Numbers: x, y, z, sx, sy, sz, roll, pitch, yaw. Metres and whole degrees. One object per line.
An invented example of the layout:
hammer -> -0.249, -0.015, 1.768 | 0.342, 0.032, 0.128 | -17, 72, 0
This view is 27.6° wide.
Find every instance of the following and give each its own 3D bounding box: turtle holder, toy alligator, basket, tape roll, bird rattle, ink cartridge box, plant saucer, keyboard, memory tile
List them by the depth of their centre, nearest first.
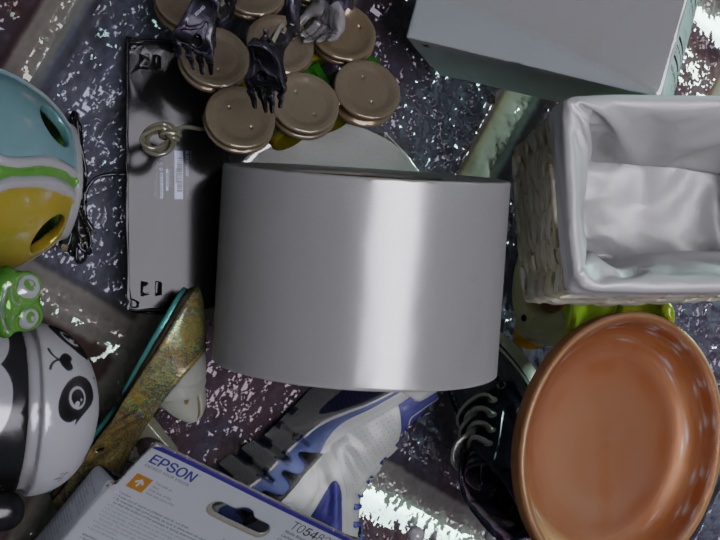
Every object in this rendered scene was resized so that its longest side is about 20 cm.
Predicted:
turtle holder -> -0.247, -0.057, 0.942 | 0.131, 0.186, 0.141 | 6, 111, -26
tape roll -> 0.000, 0.000, 1.019 | 0.202, 0.203, 0.140 | 1, 95, -26
basket -> 0.214, -0.045, 1.042 | 0.199, 0.123, 0.136 | 0, 82, -17
memory tile -> -0.069, -0.179, 1.050 | 0.153, 0.017, 0.200 | -17, 71, -24
toy alligator -> -0.073, -0.110, 1.057 | 0.200, 0.054, 0.059 | -23, 73, -26
keyboard -> -0.157, -0.069, 1.059 | 0.127, 0.021, 0.201 | 0, 86, -15
ink cartridge box -> -0.136, 0.218, 1.061 | 0.199, 0.041, 0.200 | 33, 107, -33
plant saucer -> 0.185, 0.128, 1.077 | 0.200, 0.037, 0.201 | -3, 96, -33
tape roll -> -0.032, -0.016, 1.133 | 0.202, 0.037, 0.203 | -3, 97, -25
bird rattle -> 0.174, -0.014, 1.166 | 0.112, 0.163, 0.201 | 12, 69, -33

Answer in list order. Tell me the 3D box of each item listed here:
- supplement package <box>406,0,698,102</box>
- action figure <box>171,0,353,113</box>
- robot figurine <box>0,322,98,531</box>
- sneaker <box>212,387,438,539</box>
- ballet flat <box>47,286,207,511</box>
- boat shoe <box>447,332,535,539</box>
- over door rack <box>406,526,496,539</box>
supplement package -> 0.160, -0.233, 1.092 | 0.191, 0.147, 0.201 | 16, 90, 13
action figure -> -0.060, -0.205, 0.998 | 0.119, 0.102, 0.200 | 23, 56, -2
robot figurine -> -0.275, 0.091, 0.978 | 0.199, 0.125, 0.151 | 3, 95, -24
sneaker -> -0.021, 0.162, 1.147 | 0.199, 0.081, 0.115 | -35, 114, -11
ballet flat -> -0.150, 0.103, 1.048 | 0.071, 0.071, 0.200 | 28, 106, -26
boat shoe -> 0.101, 0.122, 1.135 | 0.093, 0.200, 0.075 | -3, 139, -46
over door rack -> 0.087, 0.231, 1.140 | 0.147, 0.200, 0.067 | 8, 84, -25
